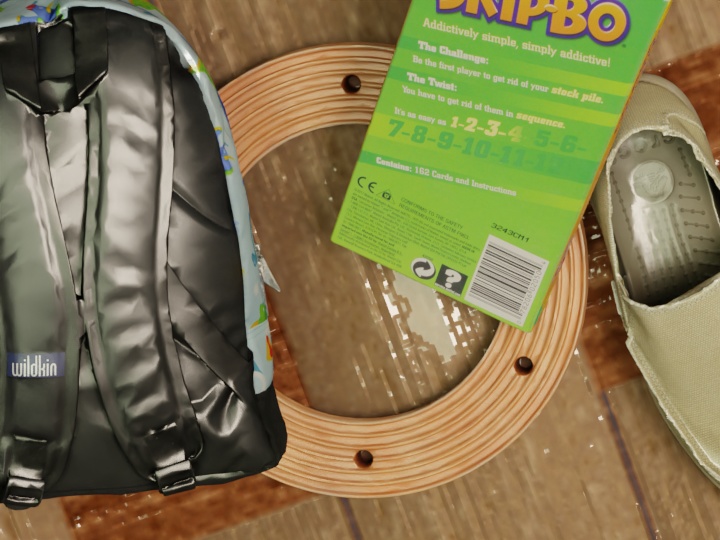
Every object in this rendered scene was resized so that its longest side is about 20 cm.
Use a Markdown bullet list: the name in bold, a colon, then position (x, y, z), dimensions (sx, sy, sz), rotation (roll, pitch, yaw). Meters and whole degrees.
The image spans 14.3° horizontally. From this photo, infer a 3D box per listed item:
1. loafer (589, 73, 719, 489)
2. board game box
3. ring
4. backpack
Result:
- **loafer**: position (0.141, 0.015, 1.210), dimensions (0.076, 0.068, 0.200), rotation (-26, 94, 11)
- **board game box**: position (0.058, -0.070, 1.165), dimensions (0.095, 0.030, 0.200), rotation (25, 133, 7)
- **ring**: position (0.000, 0.000, 1.255), dimensions (0.200, 0.019, 0.201), rotation (1, 99, 9)
- **backpack**: position (-0.119, -0.019, 1.195), dimensions (0.163, 0.154, 0.200), rotation (-8, 114, -1)
